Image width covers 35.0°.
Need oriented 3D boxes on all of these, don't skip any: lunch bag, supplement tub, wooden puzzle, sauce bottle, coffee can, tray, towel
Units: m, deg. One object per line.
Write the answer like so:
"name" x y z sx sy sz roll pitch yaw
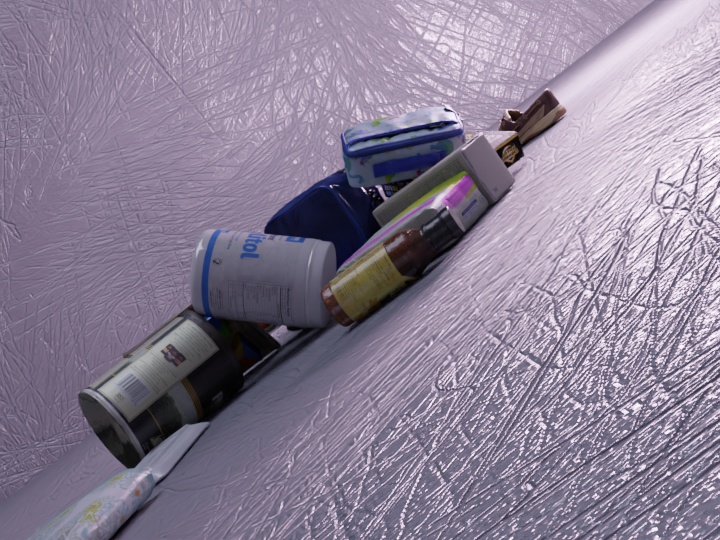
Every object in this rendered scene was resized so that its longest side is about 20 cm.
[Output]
"lunch bag" -0.044 -0.084 1.905 0.199 0.137 0.132 -30 8 34
"supplement tub" -0.143 0.012 1.692 0.197 0.134 0.132 5 12 8
"wooden puzzle" -0.251 0.137 1.835 0.199 0.185 0.047 -34 43 11
"sauce bottle" 0.043 -0.007 1.451 0.199 0.066 0.066 -35 4 14
"coffee can" -0.291 0.176 1.674 0.199 0.147 0.146 -39 5 -28
"lunch bag" 0.069 -0.194 1.802 0.197 0.084 0.161 -11 22 3
"tray" -0.271 0.255 1.510 0.107 0.022 0.200 -35 5 15
"towel" -0.334 0.311 1.281 0.199 0.048 0.171 -36 8 23

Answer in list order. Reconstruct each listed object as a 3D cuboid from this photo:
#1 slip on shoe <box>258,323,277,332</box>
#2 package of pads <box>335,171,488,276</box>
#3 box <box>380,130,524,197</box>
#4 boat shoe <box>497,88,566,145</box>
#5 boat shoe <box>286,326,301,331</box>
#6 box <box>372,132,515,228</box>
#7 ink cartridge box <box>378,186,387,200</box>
"slip on shoe" -0.140 0.034 1.832 0.200 0.060 0.075 129 150 -47
"package of pads" 0.073 -0.047 1.597 0.199 0.069 0.154 -34 6 35
"box" 0.147 -0.173 1.880 0.159 0.050 0.199 -35 25 -28
"boat shoe" 0.297 -0.276 2.175 0.199 0.072 0.072 -34 5 40
"boat shoe" -0.106 0.063 1.884 0.064 0.072 0.200 -37 5 -19
"box" 0.122 -0.108 1.691 0.199 0.096 0.078 -32 6 41
"ink cartridge box" 0.055 -0.113 2.149 0.198 0.085 0.144 -27 -1 -31
